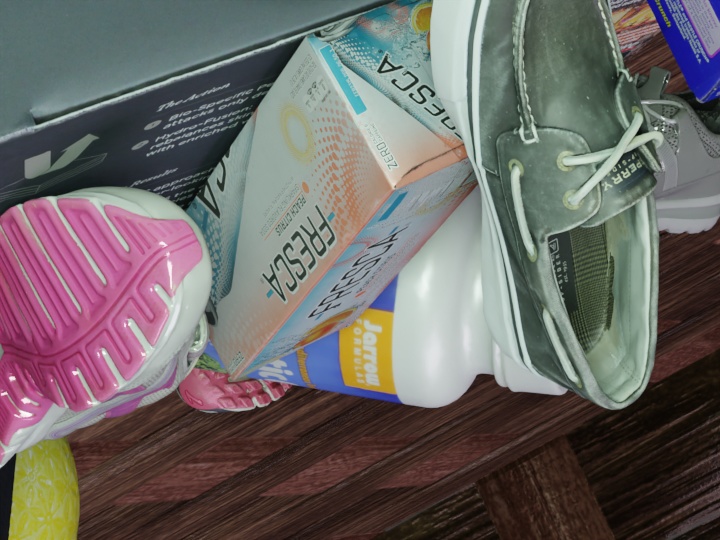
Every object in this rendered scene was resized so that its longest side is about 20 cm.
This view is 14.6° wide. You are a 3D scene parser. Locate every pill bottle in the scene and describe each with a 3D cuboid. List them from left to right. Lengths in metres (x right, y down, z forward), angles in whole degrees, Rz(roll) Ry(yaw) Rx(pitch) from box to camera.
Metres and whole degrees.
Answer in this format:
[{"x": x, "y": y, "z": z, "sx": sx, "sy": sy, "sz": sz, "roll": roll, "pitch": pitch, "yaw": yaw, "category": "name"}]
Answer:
[{"x": 0.000, "y": 0.000, "z": 1.255, "sx": 0.199, "sy": 0.113, "sz": 0.112, "roll": 9, "pitch": 176, "yaw": 15, "category": "pill bottle"}]

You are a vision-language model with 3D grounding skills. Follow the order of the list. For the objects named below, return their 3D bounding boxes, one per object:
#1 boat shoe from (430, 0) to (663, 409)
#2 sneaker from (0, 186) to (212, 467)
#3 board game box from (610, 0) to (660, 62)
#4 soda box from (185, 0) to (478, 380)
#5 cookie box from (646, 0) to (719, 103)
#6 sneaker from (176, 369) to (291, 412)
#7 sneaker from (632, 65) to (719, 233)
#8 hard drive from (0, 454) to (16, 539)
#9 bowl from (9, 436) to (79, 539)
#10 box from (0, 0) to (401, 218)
[{"x": 0.078, "y": -0.040, "z": 0.991, "sx": 0.072, "sy": 0.071, "sz": 0.201, "roll": -32, "pitch": 131, "yaw": -24, "category": "boat shoe"}, {"x": -0.099, "y": 0.013, "z": 1.089, "sx": 0.088, "sy": 0.082, "sz": 0.200, "roll": -21, "pitch": 175, "yaw": -31, "category": "sneaker"}, {"x": 0.067, "y": -0.140, "z": 1.287, "sx": 0.159, "sy": 0.097, "sz": 0.200, "roll": -18, "pitch": 165, "yaw": -35, "category": "board game box"}, {"x": -0.012, "y": -0.030, "z": 1.096, "sx": 0.063, "sy": 0.069, "sz": 0.200, "roll": -24, "pitch": 167, "yaw": -29, "category": "soda box"}, {"x": 0.199, "y": -0.189, "z": 1.185, "sx": 0.199, "sy": 0.172, "sz": 0.075, "roll": -23, "pitch": 171, "yaw": -19, "category": "cookie box"}, {"x": -0.079, "y": 0.019, "z": 1.519, "sx": 0.074, "sy": 0.081, "sz": 0.200, "roll": -24, "pitch": -155, "yaw": 14, "category": "sneaker"}, {"x": 0.118, "y": -0.066, "z": 1.363, "sx": 0.199, "sy": 0.075, "sz": 0.082, "roll": -7, "pitch": 128, "yaw": -52, "category": "sneaker"}, {"x": -0.263, "y": 0.088, "z": 1.334, "sx": 0.198, "sy": 0.136, "sz": 0.042, "roll": 4, "pitch": 151, "yaw": -3, "category": "hard drive"}, {"x": -0.231, "y": 0.089, "z": 1.480, "sx": 0.199, "sy": 0.200, "sz": 0.108, "roll": -15, "pitch": 142, "yaw": -43, "category": "bowl"}, {"x": -0.102, "y": -0.089, "z": 1.101, "sx": 0.196, "sy": 0.118, "sz": 0.200, "roll": -21, "pitch": 168, "yaw": -26, "category": "box"}]
